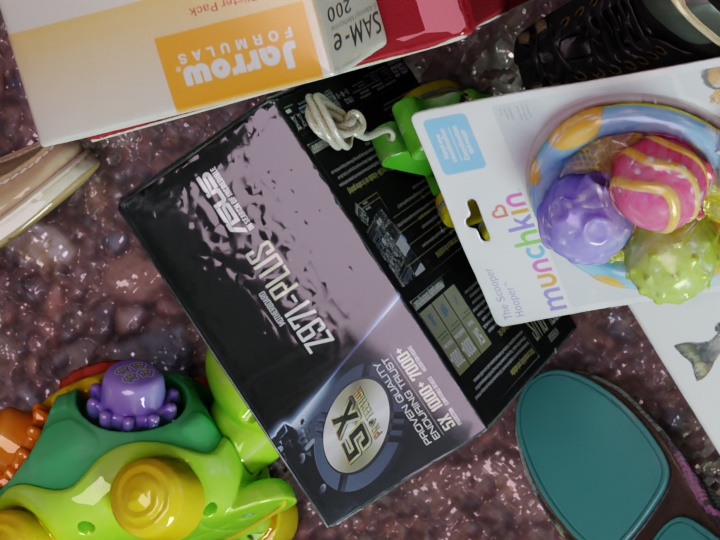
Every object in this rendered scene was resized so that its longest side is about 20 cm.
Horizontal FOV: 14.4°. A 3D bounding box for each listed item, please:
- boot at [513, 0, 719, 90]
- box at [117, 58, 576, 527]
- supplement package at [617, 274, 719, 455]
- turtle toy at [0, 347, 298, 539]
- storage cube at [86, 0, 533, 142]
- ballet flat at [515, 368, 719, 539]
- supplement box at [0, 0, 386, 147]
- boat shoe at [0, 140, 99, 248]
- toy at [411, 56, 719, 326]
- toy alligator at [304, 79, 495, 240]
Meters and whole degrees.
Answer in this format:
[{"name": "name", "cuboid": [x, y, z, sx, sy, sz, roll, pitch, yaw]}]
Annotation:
[{"name": "boot", "cuboid": [0.113, -0.100, 1.198, 0.138, 0.200, 0.078, -17, 82, 21]}, {"name": "box", "cuboid": [0.000, 0.000, 1.247, 0.086, 0.200, 0.164, -33, 92, 19]}, {"name": "supplement package", "cuboid": [0.199, 0.019, 1.241, 0.117, 0.117, 0.200, -32, 91, 21]}, {"name": "turtle toy", "cuboid": [-0.092, 0.086, 1.334, 0.200, 0.146, 0.101, -21, 74, 18]}, {"name": "storage cube", "cuboid": [-0.035, -0.172, 1.185, 0.200, 0.171, 0.180, -13, 98, 18]}, {"name": "ballet flat", "cuboid": [0.144, 0.121, 1.290, 0.069, 0.071, 0.200, -52, 49, 8]}, {"name": "supplement box", "cuboid": [-0.082, -0.160, 1.072, 0.126, 0.074, 0.200, -13, 100, 19]}, {"name": "boat shoe", "cuboid": [-0.220, -0.026, 1.368, 0.200, 0.074, 0.069, -26, 99, 19]}, {"name": "toy", "cuboid": [0.128, -0.025, 1.143, 0.200, 0.047, 0.115, -11, 124, 19]}, {"name": "toy alligator", "cuboid": [0.045, -0.057, 1.228, 0.054, 0.200, 0.059, -30, 69, 20]}]
